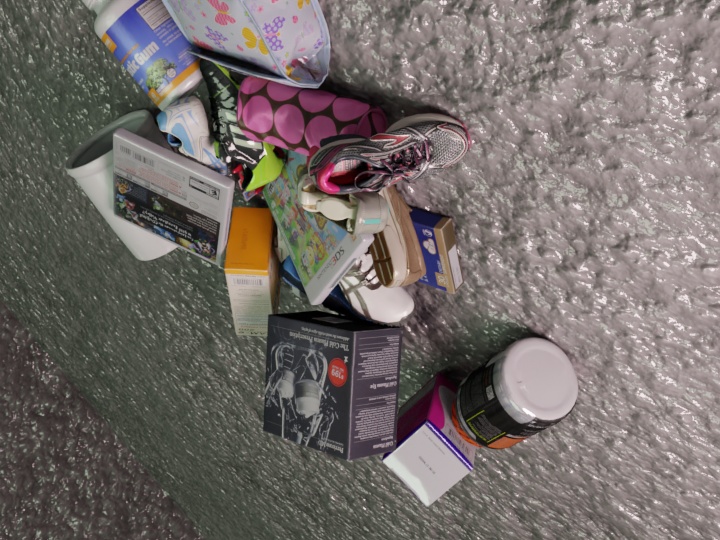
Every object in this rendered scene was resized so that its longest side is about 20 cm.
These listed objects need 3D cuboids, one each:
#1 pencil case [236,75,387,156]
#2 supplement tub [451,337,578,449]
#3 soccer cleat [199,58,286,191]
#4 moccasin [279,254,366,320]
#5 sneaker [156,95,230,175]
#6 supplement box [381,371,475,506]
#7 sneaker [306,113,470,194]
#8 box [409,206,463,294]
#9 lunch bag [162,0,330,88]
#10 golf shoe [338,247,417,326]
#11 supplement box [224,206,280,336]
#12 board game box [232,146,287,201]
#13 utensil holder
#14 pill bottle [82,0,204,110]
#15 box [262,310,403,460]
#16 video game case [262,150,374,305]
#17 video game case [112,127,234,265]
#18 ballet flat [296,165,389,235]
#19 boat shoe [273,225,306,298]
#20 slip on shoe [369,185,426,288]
[{"bbox_3d":[-0.069,-0.190,1.207,0.198,0.090,0.095,22,111,26],"label":"pencil case"},{"bbox_3d":[0.212,0.182,1.322,0.122,0.123,0.200,43,150,1],"label":"supplement tub"},{"bbox_3d":[-0.178,-0.200,1.286,0.201,0.081,0.067,61,170,-29],"label":"soccer cleat"},{"bbox_3d":[-0.035,0.025,1.445,0.199,0.081,0.068,33,158,-18],"label":"moccasin"},{"bbox_3d":[-0.237,-0.192,1.352,0.200,0.072,0.073,60,-163,-71],"label":"sneaker"},{"bbox_3d":[0.115,0.257,1.446,0.101,0.200,0.103,45,109,-3],"label":"supplement box"},{"bbox_3d":[0.037,-0.128,1.103,0.075,0.197,0.082,-111,7,-64],"label":"sneaker"},{"bbox_3d":[0.051,-0.045,1.325,0.199,0.032,0.122,21,143,36],"label":"box"},{"bbox_3d":[-0.139,-0.308,1.138,0.168,0.128,0.201,25,160,30],"label":"lunch bag"},{"bbox_3d":[0.000,0.000,1.334,0.199,0.078,0.095,37,151,15],"label":"golf shoe"},{"bbox_3d":[-0.175,0.005,1.544,0.072,0.127,0.201,2,146,0],"label":"supplement box"},{"bbox_3d":[-0.154,-0.158,1.421,0.157,0.039,0.201,16,141,39],"label":"board game box"},{"bbox_3d":[-0.375,-0.144,1.585,0.169,0.170,0.201,3,134,48],"label":"utensil holder"},{"bbox_3d":[-0.303,-0.336,1.310,0.200,0.112,0.112,49,149,-11],"label":"pill bottle"},{"bbox_3d":[-0.044,0.164,1.379,0.199,0.103,0.185,7,97,46],"label":"box"},{"bbox_3d":[-0.065,-0.081,1.311,0.182,0.022,0.202,-49,59,49],"label":"video game case"},{"bbox_3d":[-0.292,-0.111,1.432,0.198,0.023,0.183,25,139,6],"label":"video game case"},{"bbox_3d":[-0.042,-0.095,1.200,0.199,0.063,0.068,27,120,48],"label":"ballet flat"},{"bbox_3d":[-0.104,-0.036,1.479,0.069,0.071,0.201,32,150,22],"label":"boat shoe"},{"bbox_3d":[0.037,-0.078,1.237,0.076,0.060,0.202,-38,66,60],"label":"slip on shoe"}]
